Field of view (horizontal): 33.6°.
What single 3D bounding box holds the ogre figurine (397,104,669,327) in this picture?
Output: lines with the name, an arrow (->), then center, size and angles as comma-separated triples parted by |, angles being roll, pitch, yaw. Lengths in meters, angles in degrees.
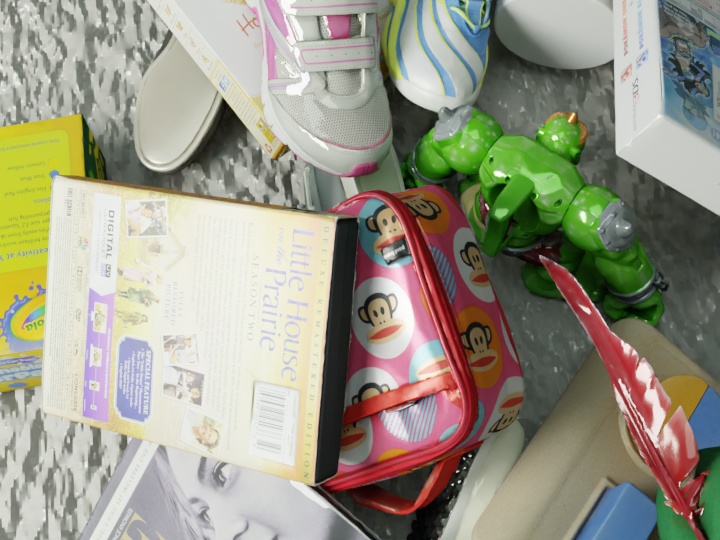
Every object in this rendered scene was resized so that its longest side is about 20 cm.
ogre figurine -> 0.111, -0.040, 0.769 | 0.098, 0.120, 0.201 | -33, 70, -9

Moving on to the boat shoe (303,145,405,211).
boat shoe -> 0.000, 0.000, 0.806 | 0.062, 0.072, 0.202 | -23, 69, 42

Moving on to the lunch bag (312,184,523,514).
lunch bag -> -0.004, 0.059, 0.707 | 0.199, 0.082, 0.178 | -26, 81, 39

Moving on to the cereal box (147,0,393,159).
cereal box -> -0.066, -0.197, 0.843 | 0.144, 0.040, 0.201 | -39, 89, -25

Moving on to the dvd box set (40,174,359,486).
dvd box set -> -0.097, 0.028, 0.682 | 0.198, 0.029, 0.148 | 9, 99, 28

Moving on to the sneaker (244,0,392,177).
sneaker -> -0.027, -0.158, 0.769 | 0.081, 0.088, 0.202 | -14, 76, -23

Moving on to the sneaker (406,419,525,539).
sneaker -> 0.074, 0.188, 0.719 | 0.093, 0.070, 0.201 | 27, 67, -8

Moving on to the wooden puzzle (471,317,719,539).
wooden puzzle -> 0.191, 0.146, 0.694 | 0.199, 0.046, 0.186 | 38, 65, 5

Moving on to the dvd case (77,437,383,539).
dvd case -> -0.073, 0.176, 0.708 | 0.199, 0.016, 0.150 | 37, 109, 19

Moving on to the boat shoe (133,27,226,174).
boat shoe -> -0.116, -0.158, 0.877 | 0.066, 0.057, 0.202 | 7, 74, 11

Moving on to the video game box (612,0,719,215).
video game box -> 0.245, -0.104, 0.749 | 0.199, 0.047, 0.183 | 27, 46, -20

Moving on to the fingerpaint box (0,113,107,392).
fingerpaint box -> -0.271, -0.003, 0.809 | 0.198, 0.073, 0.169 | -10, 68, 0

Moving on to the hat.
hat -> 0.164, 0.133, 0.645 | 0.174, 0.166, 0.201 | 11, 63, 28

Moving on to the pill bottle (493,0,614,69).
pill bottle -> 0.160, -0.255, 0.854 | 0.115, 0.116, 0.202 | 10, 69, 9

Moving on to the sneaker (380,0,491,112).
sneaker -> 0.060, -0.202, 0.806 | 0.075, 0.106, 0.201 | 9, 48, -10
